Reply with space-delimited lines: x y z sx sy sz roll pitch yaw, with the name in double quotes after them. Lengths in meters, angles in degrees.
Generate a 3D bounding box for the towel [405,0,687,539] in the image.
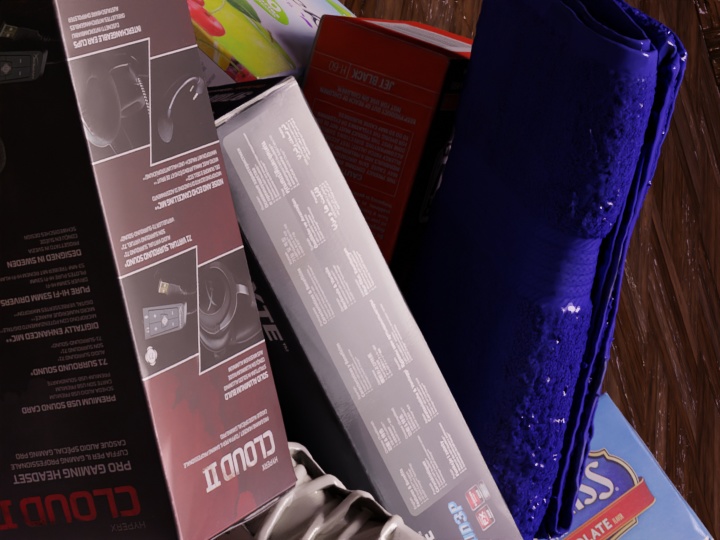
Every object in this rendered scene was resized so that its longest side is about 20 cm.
0.064 -0.008 0.941 0.148 0.049 0.201 -122 -136 -67 "towel"

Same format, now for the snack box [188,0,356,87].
-0.078 -0.116 1.044 0.142 0.053 0.200 43 16 5 "snack box"

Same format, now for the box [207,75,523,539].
-0.036 0.032 0.897 0.046 0.159 0.201 -35 108 -27 "box"

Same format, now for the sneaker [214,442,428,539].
-0.033 0.081 0.815 0.076 0.200 0.116 -33 109 -32 "sneaker"

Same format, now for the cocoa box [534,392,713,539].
0.062 0.156 1.064 0.132 0.133 0.200 55 -20 6 "cocoa box"

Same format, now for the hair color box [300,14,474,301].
0.000 0.000 1.040 0.101 0.061 0.201 -11 119 -67 "hair color box"

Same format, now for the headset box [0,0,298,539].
-0.114 0.007 0.775 0.077 0.148 0.201 -23 104 -60 "headset box"
